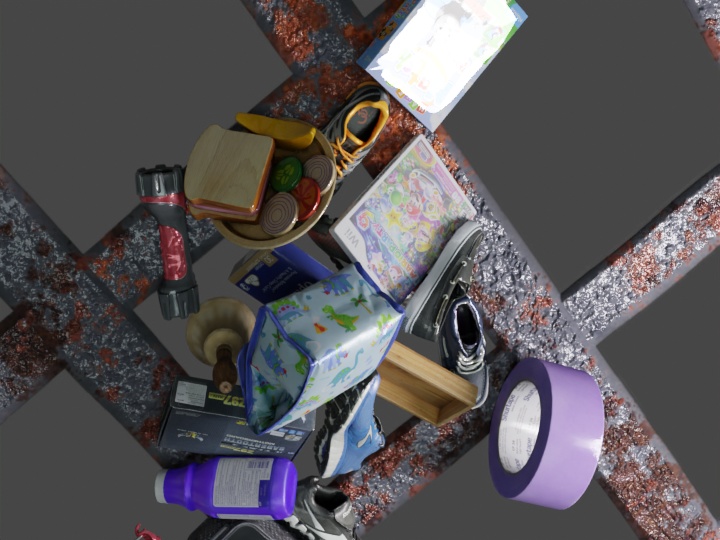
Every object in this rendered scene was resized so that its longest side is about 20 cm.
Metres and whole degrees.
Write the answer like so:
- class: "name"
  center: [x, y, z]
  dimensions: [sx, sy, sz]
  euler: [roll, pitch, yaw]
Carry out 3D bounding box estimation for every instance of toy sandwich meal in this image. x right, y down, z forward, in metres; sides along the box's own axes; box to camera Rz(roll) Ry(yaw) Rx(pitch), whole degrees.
- class: "toy sandwich meal"
  center: [-0.129, -0.124, 1.249]
  dimensions: [0.204, 0.206, 0.070]
  euler: [-37, 152, 2]

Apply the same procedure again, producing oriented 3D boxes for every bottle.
- class: "bottle"
  center: [-0.190, 0.305, 1.369]
  dimensions: [0.196, 0.085, 0.066]
  euler: [-2, 148, 12]

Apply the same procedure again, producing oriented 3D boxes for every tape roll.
- class: "tape roll"
  center: [0.262, 0.233, 1.397]
  dimensions: [0.083, 0.200, 0.203]
  euler: [15, 103, -13]

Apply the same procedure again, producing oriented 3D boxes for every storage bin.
- class: "storage bin"
  center: [-0.149, 0.442, 1.434]
  dimensions: [0.135, 0.094, 0.200]
  euler: [-43, 109, 5]

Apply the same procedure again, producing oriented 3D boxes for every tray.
- class: "tray"
  center: [0.061, 0.153, 1.396]
  dimensions: [0.198, 0.037, 0.099]
  euler: [29, 142, -17]

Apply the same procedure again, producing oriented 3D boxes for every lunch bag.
- class: "lunch bag"
  center: [-0.057, 0.109, 1.228]
  dimensions: [0.168, 0.127, 0.202]
  euler: [-25, 149, -37]

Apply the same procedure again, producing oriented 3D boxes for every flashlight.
- class: "flashlight"
  center: [-0.256, -0.036, 1.296]
  dimensions: [0.066, 0.068, 0.204]
  euler: [-6, 106, -10]

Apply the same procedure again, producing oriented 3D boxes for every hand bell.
- class: "hand bell"
  center: [-0.179, 0.114, 1.283]
  dimensions: [0.102, 0.200, 0.106]
  euler: [-3, 106, -9]

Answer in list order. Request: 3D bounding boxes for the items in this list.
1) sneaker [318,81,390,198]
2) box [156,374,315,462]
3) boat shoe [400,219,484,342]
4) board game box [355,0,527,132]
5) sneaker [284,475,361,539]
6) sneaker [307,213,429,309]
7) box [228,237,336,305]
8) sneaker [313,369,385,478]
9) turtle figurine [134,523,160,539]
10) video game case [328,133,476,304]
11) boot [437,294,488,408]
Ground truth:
- class: "sneaker"
  center: [-0.029, -0.163, 1.298]
  dimensions: [0.078, 0.077, 0.202]
  euler: [31, 99, -18]
- class: "box"
  center: [-0.174, 0.211, 1.342]
  dimensions: [0.196, 0.158, 0.052]
  euler: [13, 58, -13]
- class: "boat shoe"
  center: [0.123, 0.016, 1.327]
  dimensions: [0.056, 0.069, 0.201]
  euler: [28, 60, 15]
- class: "board game box"
  center: [0.109, -0.304, 1.277]
  dimensions: [0.201, 0.037, 0.151]
  euler: [-50, 130, 8]
- class: "sneaker"
  center: [-0.036, 0.376, 1.442]
  dimensions: [0.090, 0.067, 0.200]
  euler: [-36, 108, 25]
- class: "sneaker"
  center: [0.000, 0.000, 1.351]
  dimensions: [0.199, 0.071, 0.099]
  euler: [32, 96, -18]
- class: "box"
  center: [-0.071, 0.034, 1.331]
  dimensions: [0.198, 0.033, 0.121]
  euler: [34, 142, -17]
- class: "sneaker"
  center: [-0.004, 0.214, 1.402]
  dimensions: [0.088, 0.079, 0.202]
  euler: [1, 129, -23]
- class: "turtle figurine"
  center: [-0.319, 0.456, 1.400]
  dimensions: [0.149, 0.101, 0.201]
  euler: [39, 113, -1]
- class: "video game case"
  center: [0.062, -0.067, 1.323]
  dimensions: [0.200, 0.018, 0.144]
  euler: [-48, 111, -25]
- class: "boot"
  center: [0.149, 0.120, 1.402]
  dimensions: [0.071, 0.090, 0.203]
  euler: [-18, 108, -5]
